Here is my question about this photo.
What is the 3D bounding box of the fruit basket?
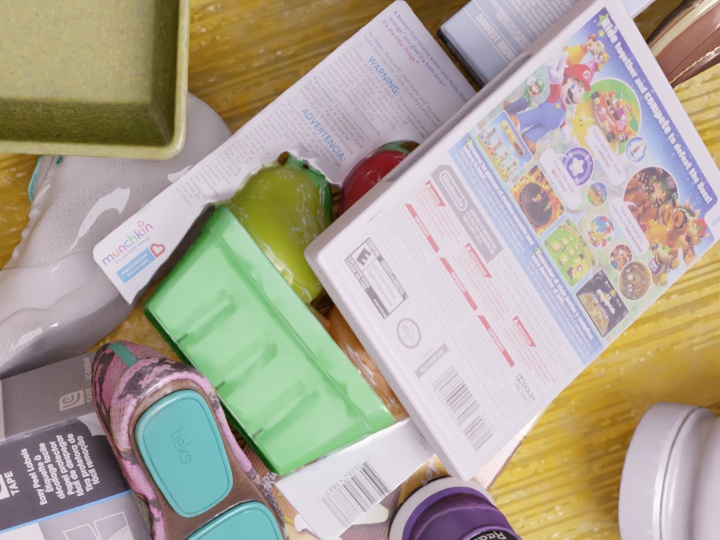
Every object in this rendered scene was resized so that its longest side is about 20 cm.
[{"bbox_3d":[0.000,0.000,1.392,0.200,0.094,0.185,-40,92,-13],"label":"fruit basket"}]

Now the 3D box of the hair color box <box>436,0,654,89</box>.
[{"bbox_3d":[0.132,-0.162,1.418,0.200,0.099,0.061,-39,92,2],"label":"hair color box"}]

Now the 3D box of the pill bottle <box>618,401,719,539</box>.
[{"bbox_3d":[0.234,0.120,1.403,0.199,0.112,0.113,8,94,27],"label":"pill bottle"}]

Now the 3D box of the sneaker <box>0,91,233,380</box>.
[{"bbox_3d":[-0.149,-0.016,1.449,0.200,0.075,0.089,-40,79,-2],"label":"sneaker"}]

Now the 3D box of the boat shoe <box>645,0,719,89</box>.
[{"bbox_3d":[0.228,-0.143,1.433,0.200,0.072,0.068,-34,91,-1],"label":"boat shoe"}]

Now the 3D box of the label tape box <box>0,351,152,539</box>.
[{"bbox_3d":[-0.202,0.139,1.426,0.199,0.063,0.145,-17,121,1],"label":"label tape box"}]

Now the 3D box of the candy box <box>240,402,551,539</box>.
[{"bbox_3d":[0.027,0.064,1.453,0.115,0.055,0.200,35,94,-1],"label":"candy box"}]

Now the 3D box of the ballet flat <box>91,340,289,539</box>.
[{"bbox_3d":[-0.083,0.106,1.385,0.069,0.071,0.201,-30,133,-11],"label":"ballet flat"}]

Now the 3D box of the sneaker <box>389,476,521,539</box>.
[{"bbox_3d":[0.079,0.202,1.412,0.076,0.088,0.201,-34,119,-10],"label":"sneaker"}]

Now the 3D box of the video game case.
[{"bbox_3d":[0.081,-0.018,1.354,0.200,0.018,0.144,-42,116,-17],"label":"video game case"}]

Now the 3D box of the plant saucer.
[{"bbox_3d":[-0.174,-0.158,1.427,0.198,0.048,0.201,3,91,12],"label":"plant saucer"}]
